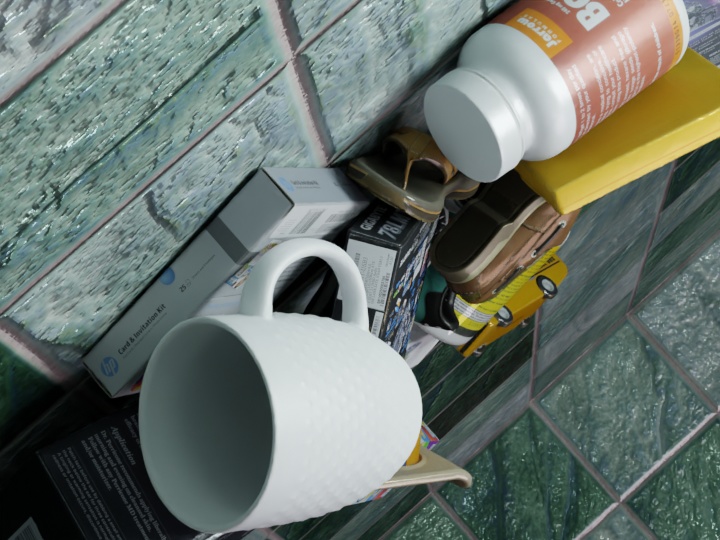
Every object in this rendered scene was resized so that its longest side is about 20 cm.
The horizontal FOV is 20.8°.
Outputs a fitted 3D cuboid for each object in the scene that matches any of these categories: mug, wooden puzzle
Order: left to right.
[{"bbox_3d":[-0.044,0.078,1.391,0.174,0.147,0.202,-1,97,-46],"label":"mug"},{"bbox_3d":[-0.030,0.138,1.648,0.199,0.185,0.047,3,103,-35],"label":"wooden puzzle"}]

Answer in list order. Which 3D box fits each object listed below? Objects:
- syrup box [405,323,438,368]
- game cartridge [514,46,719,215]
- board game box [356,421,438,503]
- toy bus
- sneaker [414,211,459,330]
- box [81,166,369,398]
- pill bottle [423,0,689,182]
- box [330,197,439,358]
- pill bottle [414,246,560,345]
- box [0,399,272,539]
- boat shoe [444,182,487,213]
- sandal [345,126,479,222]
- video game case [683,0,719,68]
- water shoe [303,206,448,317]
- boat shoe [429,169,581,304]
[{"bbox_3d":[-0.005,0.070,1.850,0.200,0.082,0.079,-29,164,-48],"label":"syrup box"},{"bbox_3d":[0.194,-0.124,1.552,0.175,0.033,0.200,-26,-150,-5],"label":"game cartridge"},{"bbox_3d":[0.004,0.194,2.248,0.103,0.105,0.200,-44,169,7],"label":"board game box"},{"bbox_3d":[0.163,0.029,2.249,0.200,0.078,0.065,-27,162,-52],"label":"toy bus"},{"bbox_3d":[0.095,-0.040,1.726,0.071,0.080,0.201,-20,139,-62],"label":"sneaker"},{"bbox_3d":[-0.096,0.007,1.442,0.200,0.041,0.156,-47,167,16],"label":"box"},{"bbox_3d":[0.146,-0.155,1.484,0.200,0.112,0.112,-37,167,-25],"label":"pill bottle"},{"bbox_3d":[0.013,0.036,1.569,0.200,0.049,0.200,-55,160,-67],"label":"box"},{"bbox_3d":[0.121,-0.036,1.811,0.200,0.113,0.112,-46,167,19],"label":"pill bottle"},{"bbox_3d":[-0.172,0.182,1.502,0.196,0.125,0.200,-24,169,-36],"label":"box"},{"bbox_3d":[0.143,-0.122,1.663,0.200,0.069,0.056,-45,-155,-23],"label":"boat shoe"},{"bbox_3d":[0.050,-0.083,1.522,0.200,0.081,0.055,-19,136,-64],"label":"sandal"},{"bbox_3d":[0.282,-0.210,1.773,0.142,0.019,0.200,-28,153,-2],"label":"video game case"},{"bbox_3d":[0.000,0.000,1.705,0.201,0.071,0.079,-53,-161,14],"label":"water shoe"},{"bbox_3d":[0.144,-0.056,1.619,0.200,0.072,0.068,-41,135,2],"label":"boat shoe"}]
